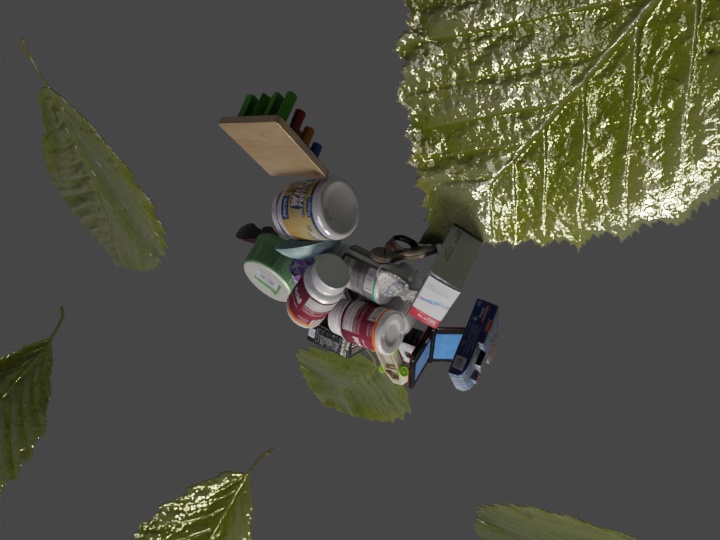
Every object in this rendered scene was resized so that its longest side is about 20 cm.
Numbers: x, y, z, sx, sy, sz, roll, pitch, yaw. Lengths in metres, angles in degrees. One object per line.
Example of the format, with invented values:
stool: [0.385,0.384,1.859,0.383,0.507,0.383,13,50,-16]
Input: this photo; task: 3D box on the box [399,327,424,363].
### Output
box: [0.112,0.219,1.811,0.195,0.061,0.118,16,147,32]

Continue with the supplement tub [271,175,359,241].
supplement tub: [-0.112,-0.147,1.412,0.196,0.147,0.146,0,138,45]

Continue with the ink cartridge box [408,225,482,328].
ink cartridge box: [0.192,0.019,1.331,0.081,0.148,0.201,28,152,5]

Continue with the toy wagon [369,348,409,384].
toy wagon: [0.072,0.224,1.636,0.205,0.039,0.154,66,160,-4]

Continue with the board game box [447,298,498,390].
board game box: [0.301,0.208,1.495,0.060,0.205,0.201,18,163,26]

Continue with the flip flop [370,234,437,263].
flip flop: [0.102,-0.057,1.403,0.197,0.080,0.060,-2,107,51]

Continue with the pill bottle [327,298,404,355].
pill bottle: [0.012,0.143,1.541,0.196,0.115,0.116,14,146,42]

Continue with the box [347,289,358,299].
box: [-0.044,0.056,1.761,0.107,0.035,0.203,13,144,36]

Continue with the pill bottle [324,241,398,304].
pill bottle: [0.000,0.000,1.538,0.196,0.114,0.115,26,152,31]

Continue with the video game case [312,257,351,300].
video game case: [-0.109,0.035,1.733,0.197,0.024,0.185,28,154,36]

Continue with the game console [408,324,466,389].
game console: [0.221,0.249,1.628,0.116,0.174,0.203,26,151,20]

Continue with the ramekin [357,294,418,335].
ramekin: [0.078,0.099,1.632,0.198,0.095,0.205,27,151,16]

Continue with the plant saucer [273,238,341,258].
plant saucer: [-0.126,-0.064,1.502,0.197,0.198,0.040,0,107,46]

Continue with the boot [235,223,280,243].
boot: [-0.284,-0.055,1.834,0.182,0.065,0.201,11,148,41]

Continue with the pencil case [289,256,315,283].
pencil case: [-0.134,0.041,1.652,0.083,0.085,0.202,16,149,29]

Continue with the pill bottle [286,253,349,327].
pill bottle: [-0.109,0.053,1.492,0.113,0.115,0.201,35,138,-4]

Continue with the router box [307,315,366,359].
router box: [-0.045,0.181,1.715,0.146,0.198,0.064,20,108,25]

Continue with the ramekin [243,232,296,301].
ramekin: [-0.250,-0.002,1.707,0.195,0.099,0.203,26,150,16]

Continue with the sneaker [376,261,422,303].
sneaker: [0.096,0.019,1.436,0.073,0.090,0.198,-24,151,24]

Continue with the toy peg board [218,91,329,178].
toy peg board: [-0.180,-0.311,1.319,0.195,0.100,0.199,11,159,38]
